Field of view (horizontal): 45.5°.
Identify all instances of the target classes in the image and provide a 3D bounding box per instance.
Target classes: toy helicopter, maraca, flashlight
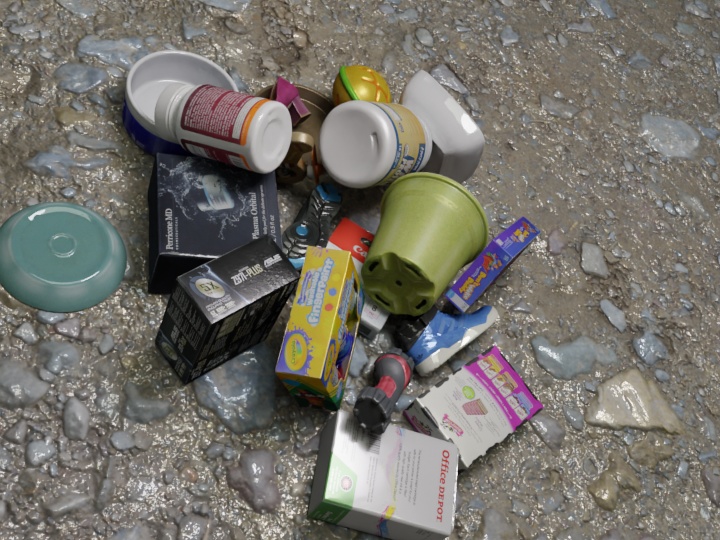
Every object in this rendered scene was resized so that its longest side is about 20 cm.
[{"bbox_3d":[-0.115,-0.187,1.466,0.132,0.200,0.079,14,73,-16],"label":"toy helicopter"},{"bbox_3d":[0.006,-0.335,1.654,0.138,0.107,0.200,60,15,-6],"label":"maraca"},{"bbox_3d":[0.034,0.178,1.314,0.067,0.068,0.200,13,14,13],"label":"flashlight"}]

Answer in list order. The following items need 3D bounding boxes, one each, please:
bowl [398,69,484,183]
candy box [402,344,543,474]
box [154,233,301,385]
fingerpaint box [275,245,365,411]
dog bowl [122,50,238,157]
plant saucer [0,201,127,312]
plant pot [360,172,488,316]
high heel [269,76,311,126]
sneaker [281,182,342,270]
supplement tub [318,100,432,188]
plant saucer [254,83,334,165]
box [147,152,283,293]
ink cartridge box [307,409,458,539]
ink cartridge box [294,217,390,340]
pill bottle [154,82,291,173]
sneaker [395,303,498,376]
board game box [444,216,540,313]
[{"bbox_3d":[0.136,-0.257,1.633,0.075,0.200,0.200,-37,77,-17],"label":"bowl"},{"bbox_3d":[0.187,0.229,1.410,0.200,0.061,0.137,-27,73,-35],"label":"candy box"},{"bbox_3d":[-0.199,0.059,1.263,0.163,0.200,0.086,-30,74,-35],"label":"box"},{"bbox_3d":[-0.054,0.091,1.294,0.073,0.167,0.201,7,65,13],"label":"fingerpaint box"},{"bbox_3d":[-0.317,-0.289,1.517,0.199,0.079,0.201,12,54,-17],"label":"dog bowl"},{"bbox_3d":[-0.457,-0.032,1.313,0.199,0.036,0.201,11,55,-17],"label":"plant saucer"},{"bbox_3d":[0.093,-0.029,1.434,0.200,0.201,0.184,33,47,0],"label":"plant pot"},{"bbox_3d":[-0.174,-0.292,1.545,0.096,0.067,0.200,52,33,3],"label":"high heel"},{"bbox_3d":[-0.089,-0.059,1.463,0.073,0.082,0.200,32,49,-3],"label":"sneaker"},{"bbox_3d":[0.032,-0.221,1.499,0.145,0.145,0.200,50,26,13],"label":"supplement tub"},{"bbox_3d":[-0.118,-0.272,1.626,0.199,0.029,0.201,11,56,-16],"label":"plant saucer"},{"bbox_3d":[-0.237,-0.070,1.385,0.199,0.118,0.198,3,58,-21],"label":"box"},{"bbox_3d":[0.036,0.312,1.274,0.199,0.084,0.145,18,53,-11],"label":"ink cartridge box"},{"bbox_3d":[0.000,0.000,1.488,0.162,0.057,0.200,32,56,-1],"label":"ink cartridge box"},{"bbox_3d":[-0.219,-0.231,1.360,0.199,0.115,0.114,18,48,23],"label":"pill bottle"},{"bbox_3d":[0.145,0.085,1.475,0.200,0.077,0.111,-33,85,-30],"label":"sneaker"},{"bbox_3d":[0.234,-0.014,1.500,0.045,0.135,0.200,43,28,8],"label":"board game box"}]
